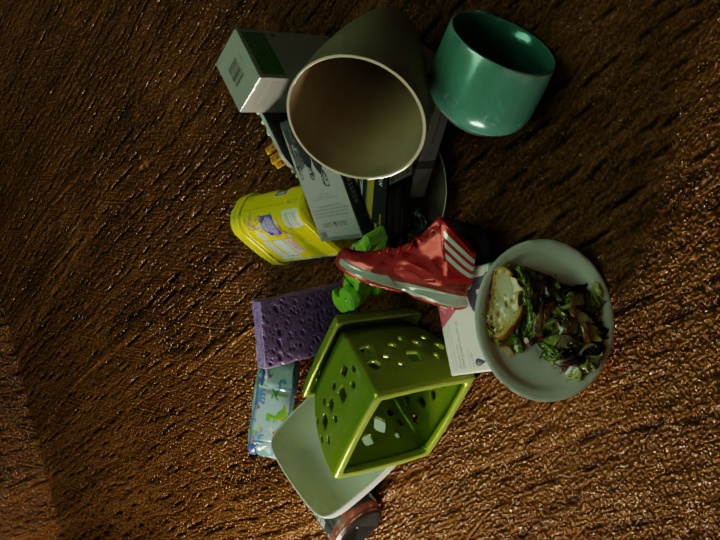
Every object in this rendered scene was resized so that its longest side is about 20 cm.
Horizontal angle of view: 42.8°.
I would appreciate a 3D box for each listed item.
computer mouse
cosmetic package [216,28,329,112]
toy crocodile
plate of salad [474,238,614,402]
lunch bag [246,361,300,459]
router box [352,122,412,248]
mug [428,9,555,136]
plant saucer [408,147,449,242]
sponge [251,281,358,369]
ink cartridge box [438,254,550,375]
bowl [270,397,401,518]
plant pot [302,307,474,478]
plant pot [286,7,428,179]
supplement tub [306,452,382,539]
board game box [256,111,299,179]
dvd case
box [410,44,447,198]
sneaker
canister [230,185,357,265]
[{"bbox_3d":[0.125,-0.058,1.349,0.199,0.034,0.060,27,139,46],"label":"computer mouse"},{"bbox_3d":[-0.123,-0.324,1.506,0.085,0.197,0.109,-48,63,41],"label":"cosmetic package"},{"bbox_3d":[0.000,0.000,1.392,0.062,0.067,0.201,47,151,20],"label":"toy crocodile"},{"bbox_3d":[0.236,0.061,1.144,0.048,0.196,0.205,159,99,-71],"label":"plate of salad"},{"bbox_3d":[-0.156,0.234,1.705,0.161,0.081,0.204,-79,-2,-69],"label":"lunch bag"},{"bbox_3d":[0.010,-0.146,1.377,0.157,0.052,0.203,44,148,36],"label":"router box"},{"bbox_3d":[0.171,-0.256,1.215,0.150,0.185,0.116,32,127,11],"label":"mug"},{"bbox_3d":[0.074,-0.134,1.434,0.198,0.032,0.205,12,106,49],"label":"plant saucer"},{"bbox_3d":[-0.088,0.089,1.549,0.030,0.197,0.114,6,104,53],"label":"sponge"},{"bbox_3d":[0.205,0.059,1.268,0.198,0.083,0.148,-15,85,51],"label":"ink cartridge box"},{"bbox_3d":[-0.033,0.303,1.567,0.199,0.075,0.200,-41,57,-2],"label":"bowl"},{"bbox_3d":[0.028,0.176,1.430,0.183,0.196,0.202,57,136,34],"label":"plant pot"},{"bbox_3d":[0.016,-0.261,1.231,0.187,0.185,0.202,-46,19,45],"label":"plant pot"},{"bbox_3d":[-0.054,0.386,1.638,0.200,0.105,0.108,49,132,33],"label":"supplement tub"},{"bbox_3d":[-0.148,-0.232,1.582,0.026,0.200,0.202,-29,69,6],"label":"board game box"},{"bbox_3d":[-0.056,-0.145,1.415,0.150,0.024,0.204,0,112,63],"label":"dvd case"},{"bbox_3d":[0.063,-0.235,1.372,0.156,0.041,0.203,42,127,37],"label":"box"},{"bbox_3d":[0.068,-0.028,1.272,0.196,0.078,0.118,17,98,9],"label":"sneaker"},{"bbox_3d":[-0.113,-0.079,1.591,0.198,0.148,0.088,-5,53,48],"label":"canister"}]
